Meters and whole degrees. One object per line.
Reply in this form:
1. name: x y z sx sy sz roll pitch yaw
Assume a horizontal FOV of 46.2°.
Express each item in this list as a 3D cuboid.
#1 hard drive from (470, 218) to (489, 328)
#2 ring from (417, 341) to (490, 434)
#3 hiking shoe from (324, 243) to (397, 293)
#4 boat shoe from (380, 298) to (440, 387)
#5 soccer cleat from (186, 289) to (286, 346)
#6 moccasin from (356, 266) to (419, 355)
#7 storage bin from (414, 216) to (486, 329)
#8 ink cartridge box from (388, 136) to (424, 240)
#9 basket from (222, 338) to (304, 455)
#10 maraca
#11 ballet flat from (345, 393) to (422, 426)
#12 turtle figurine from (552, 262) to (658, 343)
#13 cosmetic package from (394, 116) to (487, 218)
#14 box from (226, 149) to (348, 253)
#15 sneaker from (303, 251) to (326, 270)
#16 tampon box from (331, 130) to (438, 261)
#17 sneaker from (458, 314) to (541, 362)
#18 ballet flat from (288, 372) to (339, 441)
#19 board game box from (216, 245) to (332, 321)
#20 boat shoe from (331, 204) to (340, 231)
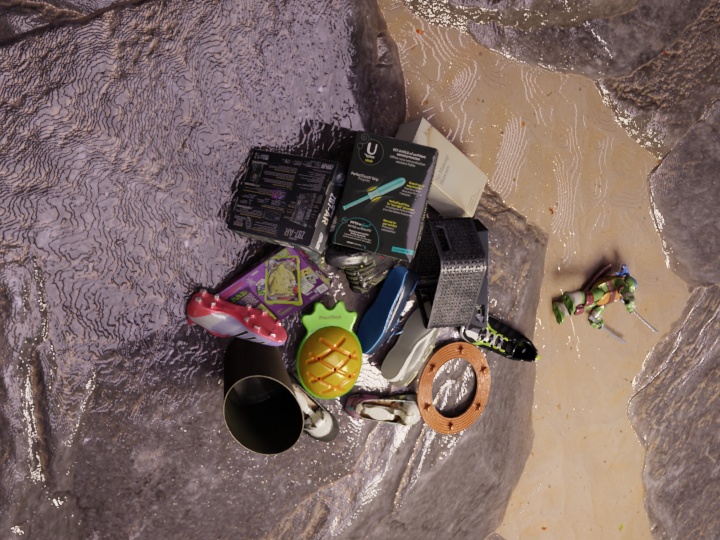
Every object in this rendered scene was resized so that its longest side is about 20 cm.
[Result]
1. hard drive: 0.235 0.004 1.732 0.042 0.135 0.203 -2 105 -2
2. ring: 0.206 0.254 1.813 0.198 0.019 0.203 -5 98 -33
3. hiking shoe: 0.000 0.000 1.646 0.199 0.075 0.102 3 109 -49
4. boat shoe: 0.119 0.152 1.759 0.203 0.072 0.060 -55 134 -8
5. soccer cleat: -0.236 0.103 1.602 0.198 0.067 0.077 22 124 -1
6. moccasin: 0.063 0.090 1.707 0.068 0.081 0.201 10 119 -43
7. storage bin: 0.173 0.006 1.663 0.092 0.136 0.201 -3 137 -11
8. ink cartridge box: 0.054 -0.158 1.657 0.160 0.050 0.203 0 84 -40
9. basket: -0.192 0.218 1.584 0.135 0.200 0.181 -28 118 0
10. maraca: -0.062 0.159 1.675 0.135 0.107 0.203 -4 104 -17
11. ballet flat: 0.066 0.297 1.771 0.198 0.071 0.070 7 99 -21
12. turtle figurine: 0.536 0.094 1.849 0.191 0.144 0.203 -9 102 -13
13. cosmetic package: 0.150 -0.196 1.659 0.199 0.073 0.104 36 65 -29
14. box: -0.133 -0.128 1.524 0.043 0.198 0.162 31 74 -56
15. sneaker: -0.099 -0.037 1.610 0.089 0.068 0.201 10 132 -35
16. tampon box: 0.047 -0.132 1.514 0.148 0.126 0.203 14 95 4
17. sneaker: 0.306 0.147 1.813 0.198 0.083 0.072 20 95 -22
18. ballet flat: -0.109 0.289 1.710 0.068 0.068 0.200 -44 112 -6
19. board game box: -0.164 0.034 1.596 0.199 0.032 0.120 -31 118 28
20. boat shoe: -0.093 -0.100 1.634 0.198 0.071 0.070 4 130 -25
